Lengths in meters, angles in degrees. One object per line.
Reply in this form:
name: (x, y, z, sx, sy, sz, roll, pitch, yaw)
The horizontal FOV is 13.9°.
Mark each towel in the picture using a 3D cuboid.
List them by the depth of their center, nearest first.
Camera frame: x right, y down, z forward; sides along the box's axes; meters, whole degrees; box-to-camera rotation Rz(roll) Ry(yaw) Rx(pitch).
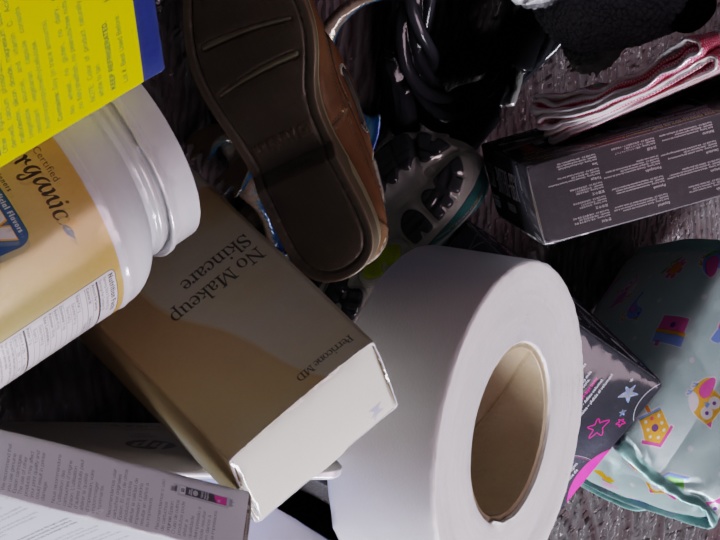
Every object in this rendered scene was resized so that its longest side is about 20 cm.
towel: (0.205, -0.127, 1.652, 0.200, 0.030, 0.146, -23, 180, -40)

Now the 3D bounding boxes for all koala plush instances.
koala plush: (0.168, -0.202, 1.662, 0.200, 0.184, 0.177, -46, 156, 7)

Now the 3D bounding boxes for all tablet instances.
tablet: (-0.119, 0.098, 1.623, 0.199, 0.130, 0.014, 1, 97, -14)

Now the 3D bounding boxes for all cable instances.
cable: (0.078, -0.156, 1.718, 0.163, 0.051, 0.200, -36, 147, -19)

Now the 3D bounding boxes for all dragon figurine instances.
dragon figurine: (-0.031, -0.081, 1.658, 0.200, 0.059, 0.099, -55, 149, 13)

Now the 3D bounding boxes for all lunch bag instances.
lunch bag: (0.199, 0.072, 1.987, 0.122, 0.200, 0.171, 36, 78, -20)

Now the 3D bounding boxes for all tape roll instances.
tape roll: (0.057, 0.089, 1.703, 0.202, 0.071, 0.203, -31, 126, -57)

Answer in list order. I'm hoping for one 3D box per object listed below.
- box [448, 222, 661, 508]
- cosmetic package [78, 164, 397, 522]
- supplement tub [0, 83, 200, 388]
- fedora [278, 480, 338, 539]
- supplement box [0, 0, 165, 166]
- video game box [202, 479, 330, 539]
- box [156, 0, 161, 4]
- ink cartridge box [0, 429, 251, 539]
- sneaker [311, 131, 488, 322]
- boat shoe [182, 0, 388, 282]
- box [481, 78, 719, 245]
box: (0.068, 0.094, 1.890, 0.115, 0.132, 0.200, 35, 98, -37)
cosmetic package: (-0.084, 0.027, 1.575, 0.105, 0.200, 0.071, -40, 148, -13)
supplement tub: (-0.193, -0.017, 1.445, 0.200, 0.145, 0.145, -35, 147, -21)
fedora: (-0.058, 0.132, 1.792, 0.200, 0.176, 0.090, 107, -2, -54)
supplement box: (-0.204, -0.112, 1.356, 0.200, 0.109, 0.109, -33, 144, -24)
video game box: (-0.101, 0.187, 1.738, 0.182, 0.047, 0.200, -20, 142, 32)
box: (-0.091, -0.231, 1.437, 0.110, 0.035, 0.200, -39, 148, -14)
ink cartridge box: (-0.188, 0.129, 1.537, 0.200, 0.043, 0.196, 18, 156, -25)
sneaker: (0.000, 0.000, 1.755, 0.200, 0.078, 0.080, -40, 161, 13)
boat shoe: (-0.040, -0.093, 1.566, 0.072, 0.201, 0.068, -14, -170, 17)
box: (0.181, -0.071, 1.704, 0.199, 0.158, 0.050, -16, 99, -5)
